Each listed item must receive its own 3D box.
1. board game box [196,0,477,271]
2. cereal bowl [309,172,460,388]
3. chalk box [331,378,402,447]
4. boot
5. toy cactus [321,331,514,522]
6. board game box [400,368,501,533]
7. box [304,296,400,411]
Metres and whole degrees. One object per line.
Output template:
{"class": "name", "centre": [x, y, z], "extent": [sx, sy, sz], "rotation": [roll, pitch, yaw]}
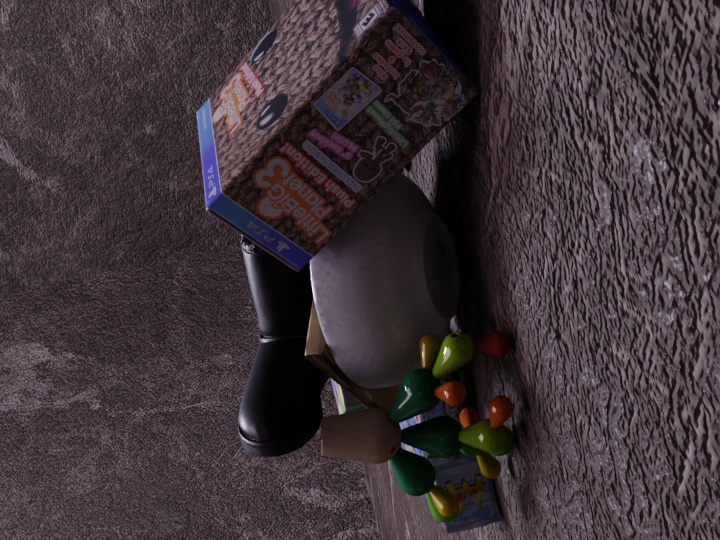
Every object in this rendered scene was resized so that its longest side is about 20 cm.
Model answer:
{"class": "board game box", "centre": [-0.029, -0.133, 0.656], "extent": [0.096, 0.200, 0.160], "rotation": [34, -158, -33]}
{"class": "cereal bowl", "centre": [0.036, 0.003, 0.740], "extent": [0.200, 0.082, 0.203], "rotation": [27, -121, -59]}
{"class": "chalk box", "centre": [0.026, 0.151, 1.099], "extent": [0.125, 0.123, 0.202], "rotation": [88, 170, -59]}
{"class": "boot", "centre": [-0.071, 0.044, 0.726], "extent": [0.199, 0.072, 0.165], "rotation": [-66, -29, -66]}
{"class": "toy cactus", "centre": [0.048, 0.130, 0.695], "extent": [0.103, 0.162, 0.202], "rotation": [-94, 5, -48]}
{"class": "board game box", "centre": [0.086, 0.169, 0.872], "extent": [0.200, 0.061, 0.203], "rotation": [-120, 21, -67]}
{"class": "box", "centre": [0.005, 0.021, 0.791], "extent": [0.164, 0.021, 0.203], "rotation": [48, -139, -50]}
